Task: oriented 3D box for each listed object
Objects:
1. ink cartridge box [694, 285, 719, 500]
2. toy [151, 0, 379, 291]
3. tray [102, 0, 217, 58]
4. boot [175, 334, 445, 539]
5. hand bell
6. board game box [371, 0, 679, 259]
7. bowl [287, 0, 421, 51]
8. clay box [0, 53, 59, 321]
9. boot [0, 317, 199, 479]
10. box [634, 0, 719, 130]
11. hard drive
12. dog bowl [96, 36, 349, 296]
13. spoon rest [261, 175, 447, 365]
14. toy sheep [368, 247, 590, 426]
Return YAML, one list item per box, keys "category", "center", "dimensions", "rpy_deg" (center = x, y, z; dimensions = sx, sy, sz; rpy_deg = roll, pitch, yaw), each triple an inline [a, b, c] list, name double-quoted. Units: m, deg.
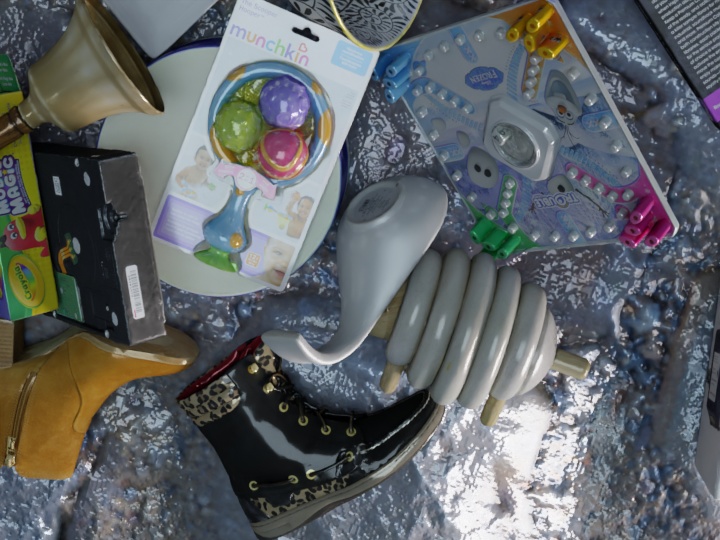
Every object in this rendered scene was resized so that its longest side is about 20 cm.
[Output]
- category: "ink cartridge box"
  center: [0.363, 0.088, 1.088]
  dimensions: [0.143, 0.084, 0.202]
  rpy_deg: [5, 104, 2]
- category: "toy"
  center: [-0.075, -0.091, 1.002]
  dimensions: [0.114, 0.047, 0.202]
  rpy_deg: [22, 104, -5]
- category: "tray"
  center: [-0.123, -0.268, 1.017]
  dimensions: [0.200, 0.022, 0.108]
  rpy_deg: [-46, 124, -9]
- category: "boot"
  center: [-0.044, 0.120, 1.122]
  dimensions: [0.199, 0.073, 0.151]
  rpy_deg: [-32, 101, 15]
- category: "hand bell"
  center: [-0.252, -0.105, 0.973]
  dimensions: [0.199, 0.104, 0.105]
  rpy_deg: [-33, 100, 6]
- category: "board game box"
  center: [0.115, -0.094, 1.000]
  dimensions: [0.026, 0.199, 0.201]
  rpy_deg: [-44, 111, -30]
- category: "bowl"
  center: [-0.024, -0.267, 0.986]
  dimensions: [0.093, 0.200, 0.203]
  rpy_deg: [8, 105, 25]
- category: "clay box"
  center: [-0.297, -0.069, 1.062]
  dimensions: [0.047, 0.114, 0.202]
  rpy_deg: [-17, 106, -32]
- category: "boot"
  center: [-0.238, 0.111, 1.134]
  dimensions: [0.199, 0.071, 0.146]
  rpy_deg: [8, 110, 4]
- category: "box"
  center: [0.287, -0.232, 1.041]
  dimensions: [0.142, 0.036, 0.201]
  rpy_deg: [-34, 101, 9]
- category: "hard drive"
  center: [-0.218, -0.026, 1.038]
  dimensions: [0.038, 0.199, 0.141]
  rpy_deg: [-16, 105, -33]
- category: "dog bowl"
  center: [-0.109, -0.084, 1.070]
  dimensions: [0.198, 0.079, 0.202]
  rpy_deg: [1, 103, 2]
- category: "spoon rest"
  center: [0.000, 0.000, 1.036]
  dimensions: [0.099, 0.201, 0.061]
  rpy_deg: [2, 136, 43]
- category: "toy sheep"
  center: [0.087, 0.050, 1.071]
  dimensions: [0.198, 0.138, 0.139]
  rpy_deg: [15, 104, -3]
